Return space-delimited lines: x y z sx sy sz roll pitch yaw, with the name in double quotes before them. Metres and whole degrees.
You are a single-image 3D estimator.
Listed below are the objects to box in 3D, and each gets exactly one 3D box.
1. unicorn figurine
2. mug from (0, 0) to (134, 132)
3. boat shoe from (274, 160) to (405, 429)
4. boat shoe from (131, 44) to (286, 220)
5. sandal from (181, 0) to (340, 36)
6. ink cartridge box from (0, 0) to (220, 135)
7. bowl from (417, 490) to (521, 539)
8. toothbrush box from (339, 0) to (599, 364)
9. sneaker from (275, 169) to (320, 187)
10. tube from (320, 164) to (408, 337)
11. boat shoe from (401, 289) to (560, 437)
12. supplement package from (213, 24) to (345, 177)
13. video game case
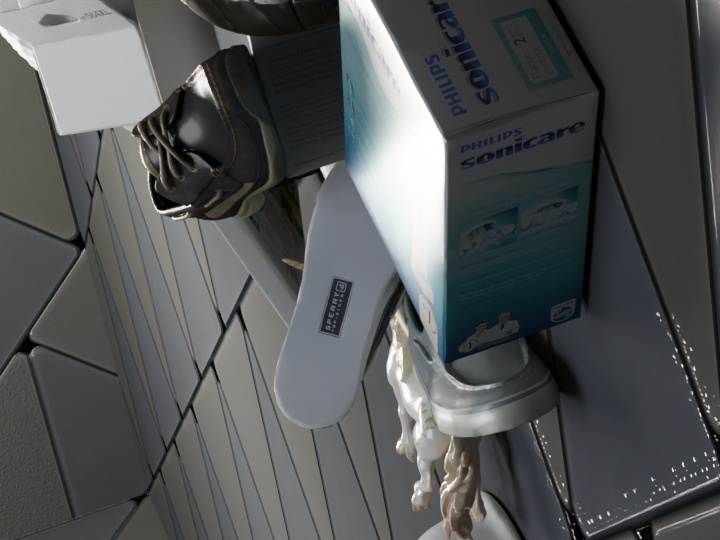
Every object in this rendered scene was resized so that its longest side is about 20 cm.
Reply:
"unicorn figurine" 0.038 0.080 1.795 0.200 0.074 0.138 44 152 43
"mug" -0.158 -0.211 1.851 0.175 0.200 0.148 32 -162 -39
"boat shoe" 0.000 0.000 1.682 0.068 0.072 0.201 -49 -25 -80
"boat shoe" -0.089 -0.068 1.560 0.200 0.073 0.075 105 144 -71
"sandal" -0.026 -0.176 1.475 0.055 0.199 0.082 -54 -45 -48
"ink cartridge box" -0.119 -0.169 1.709 0.128 0.200 0.126 -6 105 52
"bowl" 0.074 0.258 1.834 0.201 0.090 0.202 161 90 -80
"toothbrush box" 0.052 -0.072 1.392 0.200 0.085 0.147 86 162 -55
"sneaker" -0.063 -0.139 1.902 0.201 0.075 0.116 104 145 -75
"tube" 0.023 -0.018 1.750 0.052 0.058 0.200 -48 60 54
"boat shoe" 0.061 0.044 1.589 0.201 0.070 0.072 -136 26 -74
"supplement package" -0.031 -0.172 1.586 0.114 0.109 0.201 -143 36 -71
"video game case" -0.081 -0.075 1.987 0.200 0.023 0.183 57 -158 -58
